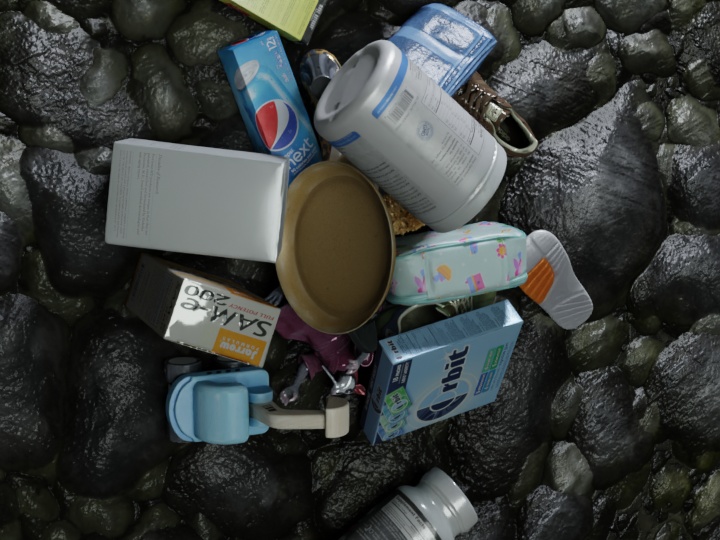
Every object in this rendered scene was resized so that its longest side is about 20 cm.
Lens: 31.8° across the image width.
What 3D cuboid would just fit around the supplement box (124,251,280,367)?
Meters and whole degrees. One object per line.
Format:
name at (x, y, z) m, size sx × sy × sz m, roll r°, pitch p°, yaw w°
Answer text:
supplement box at (-0.188, 0.042, 1.480) m, size 0.125 × 0.199 × 0.075 m, roll 19°, pitch 92°, yaw -26°

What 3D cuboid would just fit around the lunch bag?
lunch bag at (0.113, -0.010, 1.633) m, size 0.197 × 0.160 × 0.078 m, roll -9°, pitch 98°, yaw -16°

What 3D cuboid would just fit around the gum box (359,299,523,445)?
gum box at (0.104, 0.135, 1.660) m, size 0.197 × 0.045 × 0.171 m, roll -15°, pitch 142°, yaw -25°

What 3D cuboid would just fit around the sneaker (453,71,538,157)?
sneaker at (0.160, -0.221, 1.659) m, size 0.199 × 0.075 × 0.071 m, roll 35°, pitch 85°, yaw -26°

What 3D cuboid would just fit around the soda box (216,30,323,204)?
soda box at (-0.105, -0.188, 1.549) m, size 0.064 × 0.068 × 0.203 m, roll -27°, pitch 109°, yaw -18°

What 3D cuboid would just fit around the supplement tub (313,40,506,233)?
supplement tub at (0.056, -0.151, 1.439) m, size 0.199 × 0.132 × 0.133 m, roll 39°, pitch 83°, yaw -24°

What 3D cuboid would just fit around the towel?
towel at (0.080, -0.259, 1.571) m, size 0.111 × 0.049 × 0.200 m, roll 33°, pitch 53°, yaw 9°

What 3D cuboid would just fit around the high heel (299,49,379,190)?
high heel at (-0.021, -0.172, 1.561) m, size 0.070 × 0.143 × 0.202 m, roll -18°, pitch 115°, yaw 3°

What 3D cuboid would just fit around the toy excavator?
toy excavator at (-0.130, 0.170, 1.529) m, size 0.191 × 0.200 × 0.102 m, roll -4°, pitch 102°, yaw -23°

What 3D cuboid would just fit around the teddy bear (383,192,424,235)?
teddy bear at (0.099, -0.114, 1.602) m, size 0.066 × 0.200 × 0.146 m, roll 38°, pitch 112°, yaw 8°

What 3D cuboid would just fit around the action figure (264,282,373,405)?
action figure at (-0.048, 0.082, 1.628) m, size 0.201 × 0.132 × 0.150 m, roll 60°, pitch 31°, yaw -34°

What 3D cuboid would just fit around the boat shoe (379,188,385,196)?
boat shoe at (0.031, -0.155, 1.618) m, size 0.074 × 0.065 × 0.205 m, roll 23°, pitch 90°, yaw -26°

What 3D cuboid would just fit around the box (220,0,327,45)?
box at (-0.137, -0.349, 1.516) m, size 0.198 × 0.050 × 0.076 m, roll 25°, pitch 89°, yaw -27°

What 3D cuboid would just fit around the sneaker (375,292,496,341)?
sneaker at (0.109, 0.060, 1.678) m, size 0.197 × 0.090 × 0.068 m, roll -18°, pitch 105°, yaw -21°

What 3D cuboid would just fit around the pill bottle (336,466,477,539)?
pill bottle at (0.054, 0.364, 1.696) m, size 0.199 × 0.116 × 0.117 m, roll -38°, pitch 112°, yaw -14°

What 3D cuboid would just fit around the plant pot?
plant pot at (-0.027, -0.027, 1.489) m, size 0.027 × 0.198 × 0.204 m, roll -4°, pitch 102°, yaw -45°

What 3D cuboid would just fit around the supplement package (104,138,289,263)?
supplement package at (-0.185, -0.083, 1.470) m, size 0.196 × 0.117 × 0.119 m, roll 6°, pitch 97°, yaw -1°

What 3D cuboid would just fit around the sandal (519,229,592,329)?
sandal at (0.258, 0.009, 1.761) m, size 0.079 × 0.059 × 0.207 m, roll -36°, pitch 134°, yaw 3°

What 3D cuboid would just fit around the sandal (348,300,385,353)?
sandal at (-0.001, -0.001, 1.560) m, size 0.075 × 0.047 × 0.204 m, roll 8°, pitch 70°, yaw -61°
